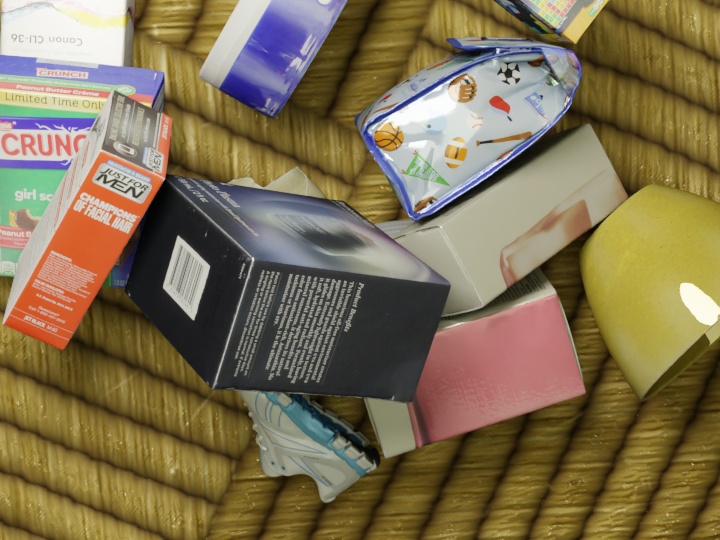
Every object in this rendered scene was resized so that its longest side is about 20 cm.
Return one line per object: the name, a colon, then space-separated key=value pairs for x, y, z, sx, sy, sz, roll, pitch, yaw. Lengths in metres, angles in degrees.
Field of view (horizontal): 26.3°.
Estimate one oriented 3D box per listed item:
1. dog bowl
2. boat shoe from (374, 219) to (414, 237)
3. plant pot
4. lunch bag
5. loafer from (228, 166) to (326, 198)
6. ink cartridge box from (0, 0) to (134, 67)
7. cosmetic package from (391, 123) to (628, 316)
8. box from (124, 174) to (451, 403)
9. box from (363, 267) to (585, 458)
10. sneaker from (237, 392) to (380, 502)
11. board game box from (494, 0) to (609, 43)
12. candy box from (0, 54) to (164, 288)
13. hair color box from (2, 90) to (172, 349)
dog bowl: x=-0.062 y=-0.239 z=1.379 sx=0.079 sy=0.200 sz=0.200 roll=31 pitch=96 yaw=-8
boat shoe: x=0.000 y=0.000 z=1.487 sx=0.200 sy=0.072 sz=0.071 roll=-10 pitch=106 yaw=11
plant pot: x=0.288 y=0.003 z=1.443 sx=0.200 sy=0.200 sz=0.142 roll=-43 pitch=75 yaw=4
lunch bag: x=0.100 y=-0.149 z=1.413 sx=0.200 sy=0.170 sz=0.124 roll=-30 pitch=100 yaw=4
loafer: x=-0.122 y=-0.047 z=1.449 sx=0.200 sy=0.076 sz=0.068 roll=-17 pitch=79 yaw=-32
ink cartridge box: x=-0.272 y=-0.229 z=1.441 sx=0.116 sy=0.067 sz=0.200 roll=3 pitch=98 yaw=-2
cosmetic package: x=0.136 y=-0.045 z=1.417 sx=0.200 sy=0.103 sz=0.087 roll=-33 pitch=99 yaw=-27
box: x=-0.065 y=0.013 z=1.321 sx=0.198 sy=0.200 sz=0.123 roll=8 pitch=109 yaw=-35
box: x=0.096 y=0.081 z=1.460 sx=0.200 sy=0.128 sz=0.109 roll=-18 pitch=104 yaw=1
sneaker: x=-0.081 y=0.152 z=1.499 sx=0.200 sy=0.075 sz=0.087 roll=41 pitch=100 yaw=-6
board game box: x=0.131 y=-0.273 z=1.380 sx=0.165 sy=0.200 sz=0.057 roll=36 pitch=97 yaw=-5
candy box: x=-0.272 y=-0.089 z=1.421 sx=0.169 sy=0.077 sz=0.200 roll=5 pitch=121 yaw=-2
hair color box: x=-0.237 y=-0.043 z=1.341 sx=0.064 sy=0.111 sz=0.200 roll=24 pitch=119 yaw=-17
